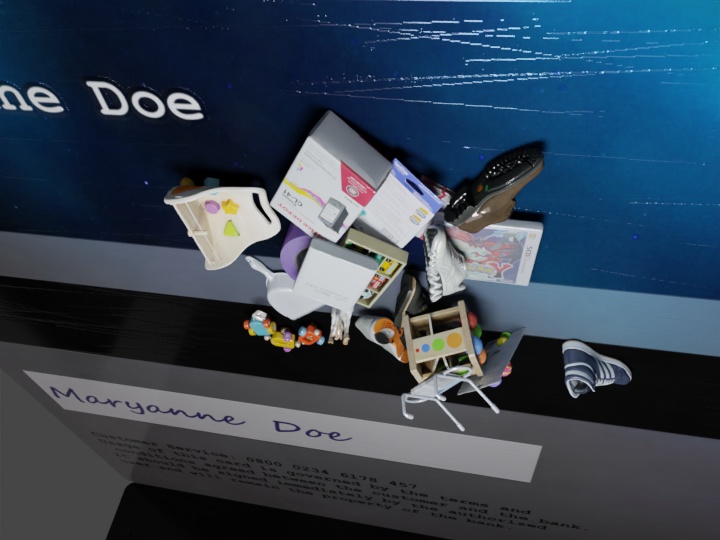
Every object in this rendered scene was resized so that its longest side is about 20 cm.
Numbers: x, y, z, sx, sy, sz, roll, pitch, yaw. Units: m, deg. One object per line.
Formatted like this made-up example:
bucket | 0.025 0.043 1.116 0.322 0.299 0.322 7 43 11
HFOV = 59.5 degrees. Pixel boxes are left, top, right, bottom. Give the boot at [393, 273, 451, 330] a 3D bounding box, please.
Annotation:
boot | 0.148 0.072 1.373 0.134 0.080 0.201 8 158 0

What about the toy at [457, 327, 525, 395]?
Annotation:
toy | 0.300 0.212 1.392 0.114 0.200 0.048 -30 103 42

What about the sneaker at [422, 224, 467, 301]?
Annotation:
sneaker | 0.159 -0.019 1.177 0.078 0.077 0.202 -8 147 5

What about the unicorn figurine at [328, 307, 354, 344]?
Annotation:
unicorn figurine | -0.033 0.088 1.417 0.072 0.142 0.199 16 161 -23

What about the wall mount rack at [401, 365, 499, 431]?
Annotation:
wall mount rack | 0.186 0.274 1.327 0.170 0.077 0.200 15 143 -30

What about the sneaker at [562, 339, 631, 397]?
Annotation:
sneaker | 0.538 0.247 1.435 0.196 0.111 0.070 26 144 -18

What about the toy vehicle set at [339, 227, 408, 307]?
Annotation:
toy vehicle set | 0.000 0.000 1.232 0.121 0.027 0.201 21 147 -10

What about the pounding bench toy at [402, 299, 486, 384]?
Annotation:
pounding bench toy | 0.195 0.175 1.367 0.151 0.128 0.201 -15 148 13

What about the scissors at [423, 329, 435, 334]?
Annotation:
scissors | 0.201 0.165 1.482 0.071 0.014 0.200 3 158 25

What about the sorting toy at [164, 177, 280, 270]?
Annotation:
sorting toy | -0.254 -0.111 1.238 0.174 0.109 0.202 -4 141 12

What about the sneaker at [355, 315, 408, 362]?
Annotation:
sneaker | 0.062 0.154 1.520 0.091 0.077 0.200 20 164 42

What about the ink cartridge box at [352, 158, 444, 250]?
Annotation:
ink cartridge box | 0.064 -0.114 1.138 0.119 0.042 0.200 41 143 -2

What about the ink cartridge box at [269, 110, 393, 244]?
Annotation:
ink cartridge box | -0.054 -0.150 1.096 0.146 0.087 0.200 36 140 -6

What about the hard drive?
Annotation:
hard drive | -0.054 0.014 1.213 0.128 0.027 0.201 19 151 -7

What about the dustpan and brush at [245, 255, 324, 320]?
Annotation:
dustpan and brush | -0.188 0.033 1.450 0.198 0.059 0.138 31 140 -33

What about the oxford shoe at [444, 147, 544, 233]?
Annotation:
oxford shoe | 0.236 -0.131 1.057 0.083 0.074 0.199 28 137 -26

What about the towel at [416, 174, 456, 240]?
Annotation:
towel | 0.160 -0.089 1.185 0.196 0.023 0.144 25 144 -15

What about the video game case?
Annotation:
video game case | 0.234 -0.037 1.198 0.193 0.024 0.184 7 147 10

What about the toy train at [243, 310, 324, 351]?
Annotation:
toy train | -0.192 0.139 1.587 0.196 0.057 0.150 26 141 -22

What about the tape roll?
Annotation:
tape roll | -0.065 -0.031 1.302 0.193 0.067 0.203 9 143 7
